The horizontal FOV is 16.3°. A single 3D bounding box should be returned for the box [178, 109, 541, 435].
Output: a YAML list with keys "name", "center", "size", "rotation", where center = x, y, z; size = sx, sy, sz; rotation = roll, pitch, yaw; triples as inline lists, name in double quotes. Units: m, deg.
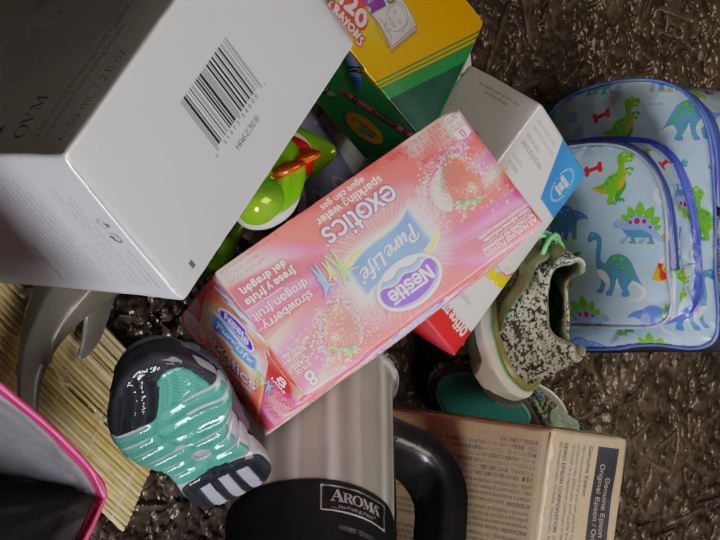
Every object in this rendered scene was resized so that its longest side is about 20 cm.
- name: "box"
  center: [0.000, 0.000, 1.555]
  size: [0.200, 0.103, 0.095]
  rotation: [-35, 85, -25]

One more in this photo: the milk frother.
- name: "milk frother"
  center: [-0.046, 0.177, 1.639]
  size: [0.180, 0.200, 0.189]
  rotation: [37, 41, -39]

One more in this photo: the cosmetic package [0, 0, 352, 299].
- name: "cosmetic package"
  center: [-0.150, -0.100, 1.431]
  size: [0.123, 0.200, 0.200]
  rotation: [52, 56, -34]

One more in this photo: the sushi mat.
- name: "sushi mat"
  center: [-0.183, 0.068, 1.549]
  size: [0.200, 0.012, 0.096]
  rotation: [50, 58, -39]

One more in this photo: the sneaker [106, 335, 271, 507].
- name: "sneaker"
  center: [-0.113, 0.070, 1.481]
  size: [0.200, 0.074, 0.088]
  rotation: [67, -1, -62]

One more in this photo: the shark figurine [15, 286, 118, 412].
- name: "shark figurine"
  center: [-0.156, 0.021, 1.501]
  size: [0.128, 0.089, 0.215]
  rotation: [59, 41, -30]

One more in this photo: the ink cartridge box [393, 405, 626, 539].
- name: "ink cartridge box"
  center: [0.083, 0.183, 1.714]
  size: [0.075, 0.200, 0.165]
  rotation: [9, 87, -36]

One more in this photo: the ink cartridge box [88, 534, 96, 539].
- name: "ink cartridge box"
  center: [-0.178, 0.178, 1.428]
  size: [0.044, 0.200, 0.094]
  rotation: [-20, 111, -19]

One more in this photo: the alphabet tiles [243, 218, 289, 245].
- name: "alphabet tiles"
  center: [-0.067, -0.110, 1.668]
  size: [0.200, 0.006, 0.167]
  rotation: [36, 68, -44]

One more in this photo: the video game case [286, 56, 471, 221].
- name: "video game case"
  center: [0.016, -0.083, 1.745]
  size: [0.200, 0.023, 0.183]
  rotation: [-20, 109, -48]

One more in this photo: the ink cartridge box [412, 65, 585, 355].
- name: "ink cartridge box"
  center: [0.057, -0.024, 1.704]
  size: [0.200, 0.067, 0.116]
  rotation: [-54, 150, -6]

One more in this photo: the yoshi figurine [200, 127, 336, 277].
- name: "yoshi figurine"
  center: [-0.089, -0.057, 1.530]
  size: [0.112, 0.200, 0.112]
  rotation: [34, 95, -6]

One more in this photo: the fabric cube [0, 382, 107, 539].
- name: "fabric cube"
  center: [-0.291, 0.135, 1.297]
  size: [0.196, 0.199, 0.200]
  rotation: [47, 60, -39]

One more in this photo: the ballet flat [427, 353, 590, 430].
- name: "ballet flat"
  center: [0.112, 0.101, 1.857]
  size: [0.200, 0.074, 0.074]
  rotation: [46, 61, -42]

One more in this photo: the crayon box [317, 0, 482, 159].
- name: "crayon box"
  center: [-0.013, -0.185, 1.648]
  size: [0.200, 0.058, 0.119]
  rotation: [48, 49, -28]

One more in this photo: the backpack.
- name: "backpack"
  center: [0.204, -0.040, 1.847]
  size: [0.147, 0.183, 0.201]
  rotation: [4, 86, -52]

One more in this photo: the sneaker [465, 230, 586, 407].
- name: "sneaker"
  center: [0.122, -0.007, 1.776]
  size: [0.077, 0.088, 0.201]
  rotation: [18, 59, -54]
